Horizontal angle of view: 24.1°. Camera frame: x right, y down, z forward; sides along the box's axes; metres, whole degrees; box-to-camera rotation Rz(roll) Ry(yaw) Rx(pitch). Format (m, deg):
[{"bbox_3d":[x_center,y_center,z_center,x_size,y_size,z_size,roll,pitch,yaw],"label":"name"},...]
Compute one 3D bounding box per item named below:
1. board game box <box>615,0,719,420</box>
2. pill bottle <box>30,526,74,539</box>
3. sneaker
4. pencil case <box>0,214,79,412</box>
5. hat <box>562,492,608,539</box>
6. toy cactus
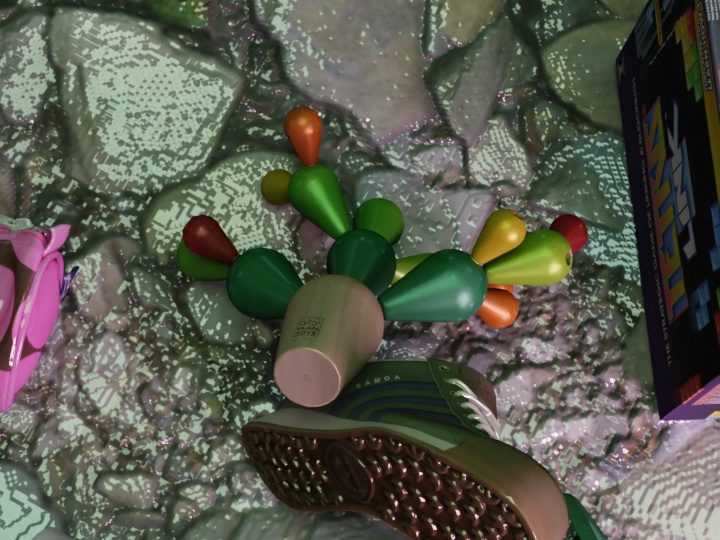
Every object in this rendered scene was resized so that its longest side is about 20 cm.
[{"bbox_3d":[0.173,-0.041,0.801,0.056,0.165,0.201,-3,74,-6],"label":"board game box"},{"bbox_3d":[-0.080,0.203,0.743,0.200,0.113,0.113,34,75,5],"label":"pill bottle"},{"bbox_3d":[0.034,0.073,0.761,0.090,0.200,0.067,-35,114,-31],"label":"sneaker"},{"bbox_3d":[-0.241,-0.006,0.807,0.199,0.091,0.094,17,109,-1],"label":"pencil case"},{"bbox_3d":[0.060,0.208,0.736,0.176,0.200,0.166,-33,38,4],"label":"hat"},{"bbox_3d":[0.000,0.000,0.790,0.199,0.103,0.165,10,30,10],"label":"toy cactus"}]
